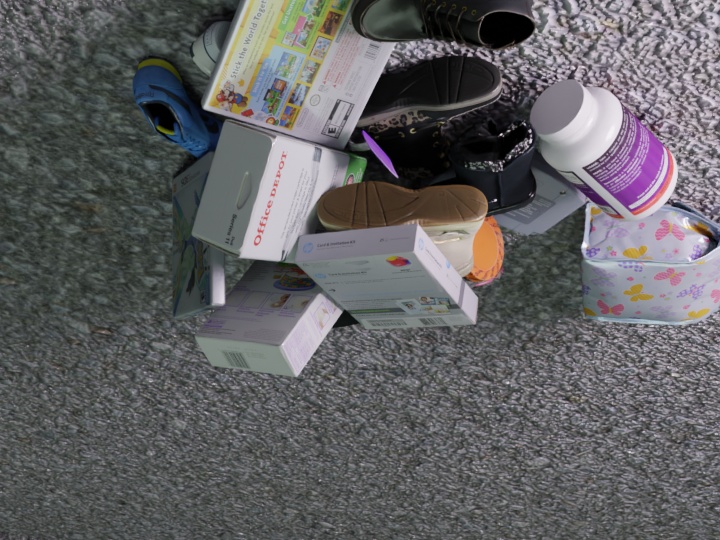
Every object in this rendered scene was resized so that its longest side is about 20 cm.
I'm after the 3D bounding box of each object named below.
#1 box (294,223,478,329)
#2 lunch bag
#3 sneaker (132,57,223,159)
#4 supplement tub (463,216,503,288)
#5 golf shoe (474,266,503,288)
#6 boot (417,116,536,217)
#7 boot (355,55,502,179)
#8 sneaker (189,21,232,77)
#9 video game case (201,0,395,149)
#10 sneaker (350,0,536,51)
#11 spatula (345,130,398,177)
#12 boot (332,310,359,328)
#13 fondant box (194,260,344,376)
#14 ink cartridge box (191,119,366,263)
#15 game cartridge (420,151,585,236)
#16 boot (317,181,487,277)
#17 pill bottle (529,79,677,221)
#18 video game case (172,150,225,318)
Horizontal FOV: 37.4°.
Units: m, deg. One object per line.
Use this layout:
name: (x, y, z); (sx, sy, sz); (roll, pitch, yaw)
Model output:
box: (0.035, 0.013, 1.288); (0.156, 0.041, 0.200); (-5, 153, 27)
lunch bag: (0.420, -0.010, 1.516); (0.200, 0.127, 0.170); (4, 147, 18)
sneaker: (-0.229, -0.181, 1.362); (0.066, 0.078, 0.200); (-11, 147, 19)
supplement tub: (0.092, -0.026, 1.490); (0.200, 0.123, 0.123); (-7, 149, 42)
golf shoe: (0.110, -0.013, 1.609); (0.200, 0.073, 0.092); (-14, 123, 20)
boot: (0.123, -0.113, 1.318); (0.200, 0.076, 0.168); (-17, 157, 6)
boot: (0.096, -0.186, 1.324); (0.203, 0.074, 0.154); (-8, 150, 23)
sneaker: (-0.117, -0.232, 1.288); (0.200, 0.073, 0.071); (35, 155, -33)
video game case: (-0.064, -0.245, 1.214); (0.182, 0.023, 0.200); (14, 125, -22)
sneaker: (0.085, -0.272, 1.128); (0.200, 0.106, 0.075); (-12, 131, 11)
spatula: (-0.002, -0.156, 1.311); (0.057, 0.021, 0.200); (45, 176, -26)
boot: (0.001, 0.001, 1.449); (0.200, 0.066, 0.165); (-8, 116, 47)
fondant box: (-0.097, 0.042, 1.370); (0.144, 0.200, 0.058); (4, 134, 35)
ink cartridge box: (-0.093, -0.088, 1.270); (0.083, 0.147, 0.200); (22, -173, 30)
game cartridge: (0.201, -0.116, 1.453); (0.200, 0.040, 0.133); (21, 148, -25)
boot: (0.048, -0.039, 1.303); (0.200, 0.072, 0.155); (-1, 150, -2)
pill bottle: (0.298, -0.150, 1.313); (0.112, 0.113, 0.200); (-23, 139, 36)
video game case: (-0.219, -0.043, 1.423); (0.022, 0.200, 0.182); (2, 172, -25)
